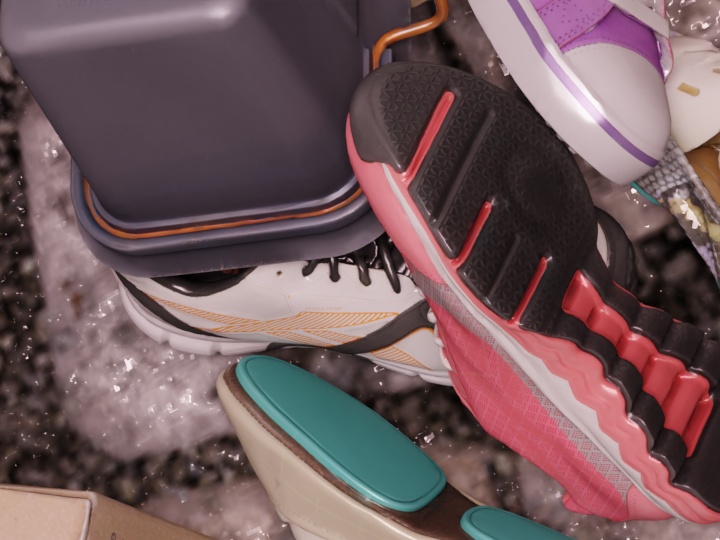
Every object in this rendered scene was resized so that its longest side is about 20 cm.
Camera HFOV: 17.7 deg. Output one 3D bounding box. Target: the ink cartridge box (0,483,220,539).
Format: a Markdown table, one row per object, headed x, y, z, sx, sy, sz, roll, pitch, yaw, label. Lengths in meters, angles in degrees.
| x | y | z | sx | sy | sz | roll | pitch | yaw | label |
| --- | --- | --- | --- | --- | --- | --- | --- | --- | --- |
| -0.110 | 0.180 | 0.795 | 0.075 | 0.165 | 0.200 | 6 | 78 | 18 | ink cartridge box |

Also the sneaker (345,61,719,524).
| x | y | z | sx | sy | sz | roll | pitch | yaw | label |
| --- | --- | --- | --- | --- | --- | --- | --- | --- | --- |
| 0.049 | 0.019 | 0.791 | 0.087 | 0.200 | 0.074 | -22 | 25 | 46 | sneaker |

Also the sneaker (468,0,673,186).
| x | y | z | sx | sy | sz | roll | pitch | yaw | label |
| --- | --- | --- | --- | --- | --- | --- | --- | --- | --- |
| 0.090 | -0.133 | 0.792 | 0.114 | 0.073 | 0.201 | -30 | 58 | 26 | sneaker |

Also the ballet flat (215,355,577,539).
| x | y | z | sx | sy | sz | roll | pitch | yaw | label |
| --- | --- | --- | --- | --- | --- | --- | --- | --- | --- |
| 0.022 | 0.103 | 0.832 | 0.200 | 0.069 | 0.069 | 30 | 86 | 21 | ballet flat |

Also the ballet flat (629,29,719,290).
| x | y | z | sx | sy | sz | roll | pitch | yaw | label |
| --- | --- | --- | --- | --- | --- | --- | --- | --- | --- |
| 0.139 | -0.032 | 0.820 | 0.072 | 0.072 | 0.200 | -34 | 71 | 7 | ballet flat |

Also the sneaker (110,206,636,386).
| x | y | z | sx | sy | sz | roll | pitch | yaw | label |
| --- | --- | --- | --- | --- | --- | --- | --- | --- | --- |
| 0.000 | 0.000 | 0.850 | 0.200 | 0.080 | 0.074 | -2 | 74 | 10 | sneaker |

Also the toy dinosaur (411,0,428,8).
| x | y | z | sx | sy | sz | roll | pitch | yaw | label |
| --- | --- | --- | --- | --- | --- | --- | --- | --- | --- |
| -0.004 | -0.121 | 0.909 | 0.101 | 0.058 | 0.200 | -3 | 88 | 34 | toy dinosaur |

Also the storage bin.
| x | y | z | sx | sy | sz | roll | pitch | yaw | label |
| --- | --- | --- | --- | --- | --- | --- | --- | --- | --- |
| -0.050 | -0.117 | 0.790 | 0.145 | 0.134 | 0.200 | -6 | 67 | 13 | storage bin |
